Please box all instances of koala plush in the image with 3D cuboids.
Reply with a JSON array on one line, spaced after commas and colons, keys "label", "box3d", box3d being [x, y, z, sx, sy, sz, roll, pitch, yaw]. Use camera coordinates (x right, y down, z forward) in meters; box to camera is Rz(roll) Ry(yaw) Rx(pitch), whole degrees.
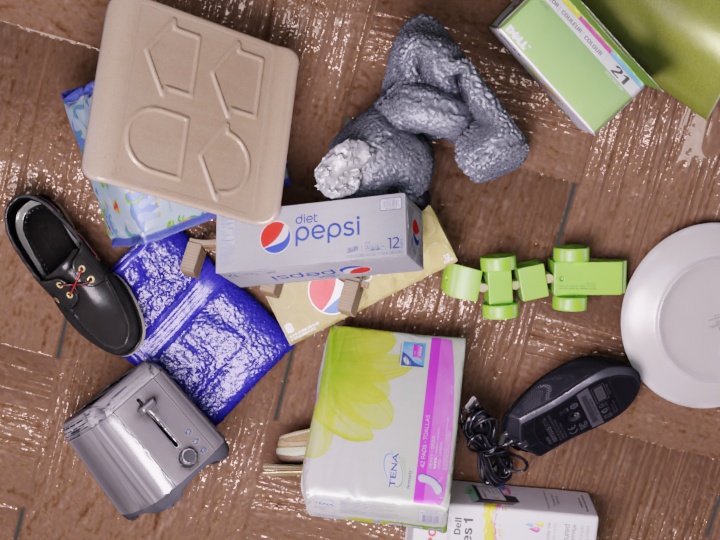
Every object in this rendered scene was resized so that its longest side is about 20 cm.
[{"label": "koala plush", "box3d": [0.043, -0.132, 1.525, 0.199, 0.177, 0.185, -37, 87, 7]}]

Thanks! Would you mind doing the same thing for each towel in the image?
[{"label": "towel", "box3d": [-0.186, 0.062, 1.611, 0.200, 0.050, 0.148, 43, 98, -7]}]

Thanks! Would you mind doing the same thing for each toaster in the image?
[{"label": "toaster", "box3d": [-0.229, 0.178, 1.580, 0.113, 0.200, 0.130, -40, 95, -26]}]

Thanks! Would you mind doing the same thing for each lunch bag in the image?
[{"label": "lunch bag", "box3d": [-0.180, -0.134, 1.541, 0.199, 0.127, 0.172, -23, 101, -26]}]

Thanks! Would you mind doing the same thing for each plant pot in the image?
[{"label": "plant pot", "box3d": [0.299, -0.278, 1.497, 0.199, 0.187, 0.189, 29, 99, 8]}]

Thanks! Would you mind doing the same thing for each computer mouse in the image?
[{"label": "computer mouse", "box3d": [0.200, 0.142, 1.610, 0.198, 0.053, 0.139, -25, 136, 0]}]

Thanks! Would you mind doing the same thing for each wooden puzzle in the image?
[{"label": "wooden puzzle", "box3d": [-0.164, -0.150, 1.460, 0.198, 0.046, 0.188, 14, 74, -27]}]

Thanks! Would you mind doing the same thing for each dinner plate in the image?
[{"label": "dinner plate", "box3d": [0.374, 0.051, 1.609, 0.198, 0.024, 0.203, -2, 102, -7]}]

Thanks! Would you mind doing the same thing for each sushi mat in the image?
[{"label": "sushi mat", "box3d": [-0.003, 0.213, 1.616, 0.197, 0.096, 0.012, -1, 80, 0]}]

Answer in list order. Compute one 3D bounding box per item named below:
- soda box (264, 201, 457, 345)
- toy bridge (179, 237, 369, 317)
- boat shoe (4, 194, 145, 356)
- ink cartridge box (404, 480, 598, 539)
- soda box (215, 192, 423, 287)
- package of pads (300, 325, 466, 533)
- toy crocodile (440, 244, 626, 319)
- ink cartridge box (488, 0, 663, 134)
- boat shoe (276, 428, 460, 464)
[{"label": "soda box", "box3d": [0.000, 0.000, 1.592, 0.198, 0.064, 0.068, -27, 98, 4]}, {"label": "toy bridge", "box3d": [-0.084, -0.006, 1.555, 0.198, 0.027, 0.068, 13, 77, 15]}, {"label": "boat shoe", "box3d": [-0.298, 0.006, 1.563, 0.073, 0.063, 0.202, -39, 79, 7]}, {"label": "ink cartridge box", "box3d": [0.146, 0.312, 1.637, 0.197, 0.084, 0.147, 5, 100, 0]}, {"label": "soda box", "box3d": [-0.040, -0.028, 1.491, 0.198, 0.068, 0.064, -6, 75, 17]}, {"label": "package of pads", "box3d": [0.024, 0.159, 1.555, 0.153, 0.068, 0.202, 5, 61, 4]}, {"label": "toy crocodile", "box3d": [0.184, 0.009, 1.601, 0.197, 0.062, 0.068, -5, 100, -4]}, {"label": "ink cartridge box", "box3d": [0.206, -0.210, 1.485, 0.076, 0.200, 0.148, -43, 97, 7]}, {"label": "boat shoe", "box3d": [0.005, 0.162, 1.627, 0.197, 0.072, 0.077, -7, 84, -5]}]
